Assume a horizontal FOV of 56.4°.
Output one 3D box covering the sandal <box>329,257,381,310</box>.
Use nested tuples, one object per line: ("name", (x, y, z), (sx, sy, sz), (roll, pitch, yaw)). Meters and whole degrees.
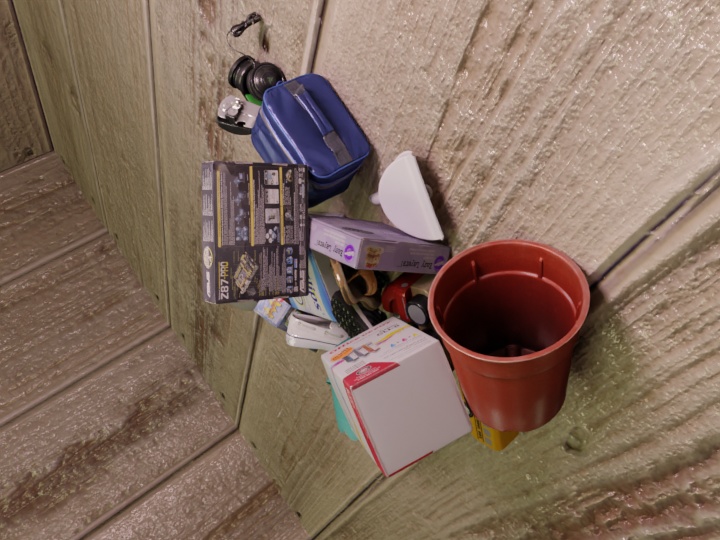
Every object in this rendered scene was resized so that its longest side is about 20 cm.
("sandal", (0.003, 0.016, 1.076), (0.081, 0.053, 0.200), (66, -167, 20))

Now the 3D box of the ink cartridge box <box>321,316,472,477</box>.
("ink cartridge box", (0.046, 0.177, 0.999), (0.147, 0.143, 0.200), (67, 168, -11))

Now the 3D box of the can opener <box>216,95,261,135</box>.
("can opener", (-0.169, -0.265, 1.225), (0.197, 0.053, 0.067), (21, 155, 11))

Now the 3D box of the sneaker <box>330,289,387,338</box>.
("sneaker", (0.022, 0.098, 1.208), (0.201, 0.082, 0.072), (55, 144, 31))

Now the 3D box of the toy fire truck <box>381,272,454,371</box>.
("toy fire truck", (0.085, 0.073, 1.154), (0.198, 0.128, 0.179), (14, 129, 42))

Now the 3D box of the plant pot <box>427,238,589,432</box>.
("plant pot", (0.200, 0.099, 0.897), (0.200, 0.200, 0.197), (35, 153, 39))

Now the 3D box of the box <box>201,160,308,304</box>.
("box", (-0.153, -0.058, 0.996), (0.049, 0.159, 0.205), (7, 100, 52))

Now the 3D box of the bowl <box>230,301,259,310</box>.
("bowl", (-0.226, -0.009, 1.473), (0.074, 0.201, 0.200), (32, 167, 28))

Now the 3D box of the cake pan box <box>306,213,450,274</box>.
("cake pan box", (0.017, -0.044, 1.067), (0.183, 0.197, 0.053), (26, 108, 47))

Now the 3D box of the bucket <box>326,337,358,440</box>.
("bucket", (0.032, 0.213, 1.283), (0.206, 0.205, 0.137), (16, 126, 54))

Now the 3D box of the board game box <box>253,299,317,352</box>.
("board game box", (-0.137, 0.122, 1.515), (0.199, 0.062, 0.199), (36, -179, 40))

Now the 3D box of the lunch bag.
("lunch bag", (-0.085, -0.223, 1.104), (0.201, 0.135, 0.132), (54, 149, 6))

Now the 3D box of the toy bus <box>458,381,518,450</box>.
("toy bus", (0.205, 0.192, 1.098), (0.078, 0.065, 0.203), (24, 137, 48))

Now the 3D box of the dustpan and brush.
("dustpan and brush", (0.060, -0.115, 1.070), (0.198, 0.057, 0.142), (-2, 114, 53))

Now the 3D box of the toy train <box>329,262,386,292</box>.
("toy train", (0.000, 0.000, 1.191), (0.034, 0.046, 0.200), (29, 178, 28))

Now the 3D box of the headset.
("headset", (-0.184, -0.363, 1.237), (0.123, 0.094, 0.201), (29, 156, 38))

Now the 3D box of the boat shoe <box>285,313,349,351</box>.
("boat shoe", (-0.054, 0.127, 1.380), (0.074, 0.196, 0.068), (-119, 35, -68))

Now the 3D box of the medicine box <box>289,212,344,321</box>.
("medicine box", (-0.088, -0.013, 1.362), (0.199, 0.102, 0.185), (11, 127, 57))
